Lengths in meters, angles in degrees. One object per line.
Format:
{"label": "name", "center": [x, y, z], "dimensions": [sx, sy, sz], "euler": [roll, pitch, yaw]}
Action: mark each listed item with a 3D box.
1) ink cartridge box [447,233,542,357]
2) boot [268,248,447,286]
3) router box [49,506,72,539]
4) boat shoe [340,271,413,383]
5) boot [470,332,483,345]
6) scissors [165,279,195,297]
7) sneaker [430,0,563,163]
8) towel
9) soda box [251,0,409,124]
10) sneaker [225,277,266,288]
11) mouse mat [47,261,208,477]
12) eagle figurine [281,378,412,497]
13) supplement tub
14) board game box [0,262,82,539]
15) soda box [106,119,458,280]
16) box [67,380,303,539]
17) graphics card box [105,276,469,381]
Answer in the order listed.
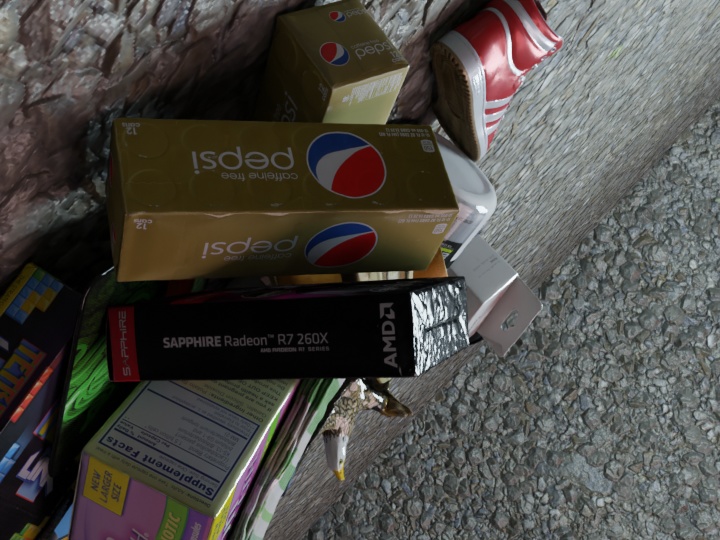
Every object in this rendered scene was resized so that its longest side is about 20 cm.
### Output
{"label": "ink cartridge box", "center": [0.088, 0.010, 1.027], "dimensions": [0.067, 0.200, 0.117], "euler": [-33, 162, -36]}
{"label": "boot", "center": [0.000, 0.001, 0.816], "dimensions": [0.142, 0.071, 0.203], "euler": [-21, 132, 4]}
{"label": "router box", "center": [-0.270, 0.218, 0.835], "dimensions": [0.148, 0.051, 0.201], "euler": [-14, 147, -41]}
{"label": "boat shoe", "center": [0.020, 0.015, 0.735], "dimensions": [0.062, 0.074, 0.202], "euler": [-22, 139, -10]}
{"label": "boot", "center": [0.043, 0.063, 1.109], "dimensions": [0.197, 0.078, 0.167], "euler": [-2, -175, 33]}
{"label": "scissors", "center": [-0.135, 0.029, 0.664], "dimensions": [0.073, 0.014, 0.202], "euler": [-41, 156, -77]}
{"label": "sneaker", "center": [0.125, -0.179, 0.877], "dimensions": [0.112, 0.071, 0.200], "euler": [-40, 163, -7]}
{"label": "towel", "center": [-0.052, 0.143, 0.750], "dimensions": [0.153, 0.023, 0.202], "euler": [96, 18, -73]}
{"label": "soda box", "center": [-0.036, -0.088, 0.665], "dimensions": [0.063, 0.068, 0.201], "euler": [-22, 155, -31]}
{"label": "sneaker", "center": [-0.124, 0.080, 0.878], "dimensions": [0.084, 0.073, 0.201], "euler": [-38, 165, -33]}
{"label": "mouse mat", "center": [-0.146, 0.032, 0.657], "dimensions": [0.200, 0.007, 0.163], "euler": [-51, 164, -58]}
{"label": "eagle figurine", "center": [-0.044, 0.143, 0.964], "dimensions": [0.198, 0.152, 0.152], "euler": [-4, 143, -42]}
{"label": "supplement tub", "center": [0.027, -0.028, 0.912], "dimensions": [0.201, 0.123, 0.122], "euler": [-53, 164, 26]}
{"label": "board game box", "center": [-0.223, 0.109, 0.639], "dimensions": [0.166, 0.056, 0.200], "euler": [-56, 170, -18]}
{"label": "soda box", "center": [-0.047, -0.042, 0.567], "dimensions": [0.197, 0.069, 0.064], "euler": [-3, 147, -21]}
{"label": "box", "center": [-0.124, 0.151, 0.709], "dimensions": [0.200, 0.096, 0.178], "euler": [-56, 169, -56]}
{"label": "graphics card box", "center": [-0.041, 0.035, 0.592], "dimensions": [0.197, 0.052, 0.125], "euler": [-2, -178, 22]}
